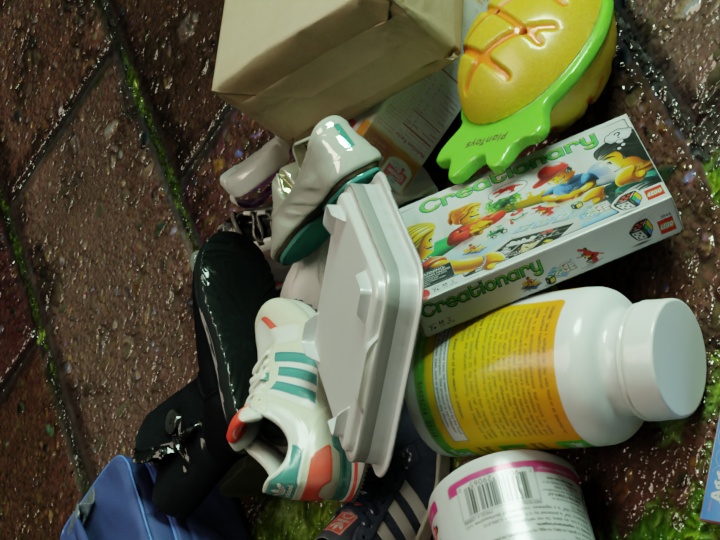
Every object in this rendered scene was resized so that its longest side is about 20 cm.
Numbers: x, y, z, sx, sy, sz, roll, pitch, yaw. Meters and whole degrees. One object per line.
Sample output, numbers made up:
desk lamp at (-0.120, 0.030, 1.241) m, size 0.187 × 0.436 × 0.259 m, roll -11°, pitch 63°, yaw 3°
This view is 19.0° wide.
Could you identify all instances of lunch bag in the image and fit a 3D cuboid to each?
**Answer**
lunch bag at (-0.183, 0.256, 1.878) m, size 0.136 × 0.132 × 0.201 m, roll -54°, pitch 40°, yaw 24°

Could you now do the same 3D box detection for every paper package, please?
paper package at (-0.015, -0.226, 1.708) m, size 0.190 × 0.103 × 0.201 m, roll -26°, pitch 43°, yaw 34°

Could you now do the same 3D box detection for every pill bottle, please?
pill bottle at (0.138, 0.071, 1.524) m, size 0.199 × 0.111 × 0.112 m, roll -8°, pitch 69°, yaw 36°
pill bottle at (0.119, 0.237, 1.496) m, size 0.113 × 0.113 × 0.201 m, roll -42°, pitch 46°, yaw 36°

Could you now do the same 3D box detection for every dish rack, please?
dish rack at (-0.003, 0.035, 1.567) m, size 0.200 × 0.043 × 0.173 m, roll -112°, pitch 31°, yaw -62°

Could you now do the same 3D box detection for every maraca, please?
maraca at (0.125, -0.145, 1.624) m, size 0.137 × 0.107 × 0.201 m, roll -17°, pitch 37°, yaw 51°

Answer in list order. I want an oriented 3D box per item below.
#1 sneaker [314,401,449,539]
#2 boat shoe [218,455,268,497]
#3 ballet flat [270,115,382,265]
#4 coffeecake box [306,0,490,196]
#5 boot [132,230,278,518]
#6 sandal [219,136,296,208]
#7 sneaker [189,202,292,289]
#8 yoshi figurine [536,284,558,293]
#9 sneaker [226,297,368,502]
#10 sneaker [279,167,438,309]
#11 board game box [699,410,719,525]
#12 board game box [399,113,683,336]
sneaker at (0.009, 0.193, 1.687) m, size 0.075 × 0.084 × 0.202 m, roll 2°, pitch 77°, yaw 53°
boat shoe at (-0.064, 0.121, 1.822) m, size 0.200 × 0.074 × 0.069 m, roll -38°, pitch 54°, yaw 40°
ballet flat at (-0.036, -0.068, 1.709) m, size 0.200 × 0.069 × 0.070 m, roll 131°, pitch 143°, yaw -63°
coffeecake box at (0.030, -0.180, 1.775) m, size 0.201 × 0.073 × 0.153 m, roll -55°, pitch 37°, yaw -3°
boot at (-0.136, 0.089, 1.818) m, size 0.168 × 0.076 × 0.202 m, roll -39°, pitch 52°, yaw 43°
sandal at (-0.081, -0.079, 1.853) m, size 0.082 × 0.050 × 0.203 m, roll -34°, pitch 5°, yaw 10°
sneaker at (-0.078, -0.025, 1.893) m, size 0.200 × 0.081 × 0.078 m, roll -34°, pitch 51°, yaw 41°
yoshi figurine at (0.065, 0.016, 1.667) m, size 0.199 × 0.111 × 0.113 m, roll -16°, pitch 57°, yaw 46°
sneaker at (-0.064, 0.098, 1.684) m, size 0.071 × 0.093 × 0.201 m, roll 114°, pitch 145°, yaw -42°
sneaker at (0.000, 0.000, 1.791) m, size 0.088 × 0.075 × 0.201 m, roll 35°, pitch 102°, yaw 48°
board game box at (0.284, 0.074, 1.422) m, size 0.103 × 0.019 × 0.202 m, roll 4°, pitch 80°, yaw 52°
board game box at (0.121, -0.034, 1.555) m, size 0.198 × 0.035 × 0.127 m, roll -23°, pitch 32°, yaw 3°
